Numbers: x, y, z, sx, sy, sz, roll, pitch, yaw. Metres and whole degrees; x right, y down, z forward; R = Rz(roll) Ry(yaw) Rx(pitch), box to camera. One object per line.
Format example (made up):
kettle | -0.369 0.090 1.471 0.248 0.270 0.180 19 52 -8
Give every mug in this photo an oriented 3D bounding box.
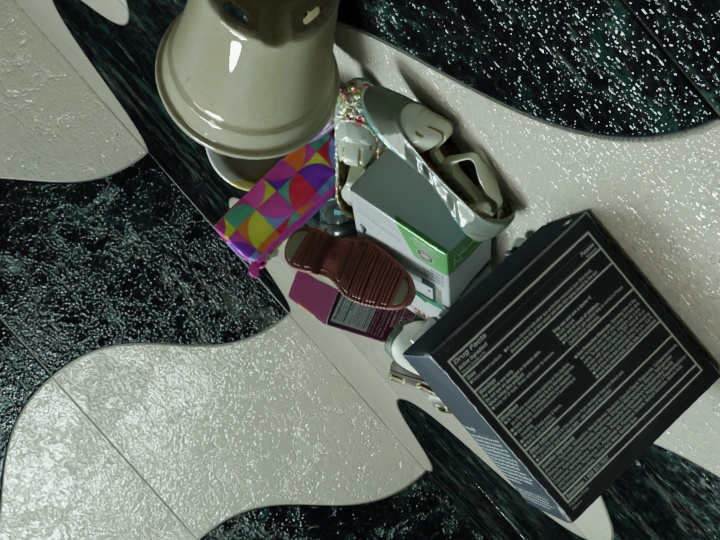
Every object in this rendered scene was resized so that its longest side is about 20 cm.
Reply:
mug | -0.143 -0.165 1.506 0.153 0.149 0.187 -177 81 -86

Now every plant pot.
plant pot | -0.101 -0.239 1.046 0.201 0.200 0.184 47 158 5

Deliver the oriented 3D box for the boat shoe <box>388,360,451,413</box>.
boat shoe | 0.119 0.165 1.467 0.200 0.060 0.072 26 -171 39

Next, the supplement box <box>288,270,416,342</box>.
supplement box | 0.022 0.037 1.480 0.200 0.104 0.131 20 -173 -32

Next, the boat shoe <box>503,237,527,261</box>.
boat shoe | 0.183 0.035 1.152 0.075 0.062 0.200 36 167 20

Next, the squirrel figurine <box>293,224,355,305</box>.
squirrel figurine | 0.004 0.008 1.654 0.186 0.142 0.200 34 -156 -25

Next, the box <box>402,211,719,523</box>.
box | 0.183 0.086 0.975 0.199 0.200 0.123 50 170 -5

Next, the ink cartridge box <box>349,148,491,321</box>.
ink cartridge box | 0.074 -0.029 1.221 0.146 0.084 0.200 35 158 24

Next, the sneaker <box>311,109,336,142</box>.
sneaker | -0.081 -0.214 1.268 0.100 0.075 0.200 57 173 -28

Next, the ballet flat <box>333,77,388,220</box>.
ballet flat | 0.001 -0.130 1.201 0.075 0.064 0.200 14 145 13

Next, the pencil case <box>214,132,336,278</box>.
pencil case | -0.090 -0.087 1.306 0.088 0.200 0.088 43 176 3

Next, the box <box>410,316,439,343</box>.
box | 0.142 0.133 1.194 0.200 0.041 0.039 43 -171 14

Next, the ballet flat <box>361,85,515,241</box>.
ballet flat | 0.085 -0.118 1.054 0.200 0.067 0.064 49 142 -8

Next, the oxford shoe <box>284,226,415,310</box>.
oxford shoe | 0.000 0.000 1.234 0.200 0.071 0.075 28 180 41

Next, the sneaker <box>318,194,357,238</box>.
sneaker | -0.025 -0.098 1.525 0.200 0.075 0.080 -132 30 -78

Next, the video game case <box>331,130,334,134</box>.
video game case | 0.026 -0.115 1.352 0.181 0.025 0.200 53 168 -23

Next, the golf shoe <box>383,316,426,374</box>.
golf shoe | 0.125 0.118 1.286 0.199 0.077 0.088 23 -168 -19
